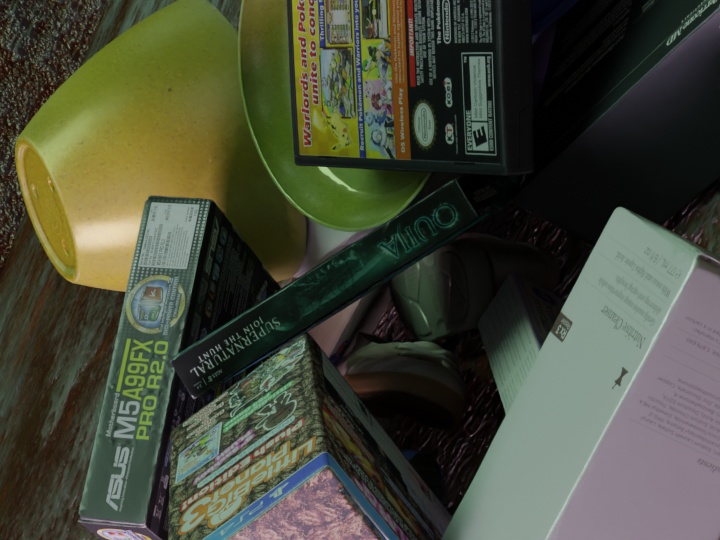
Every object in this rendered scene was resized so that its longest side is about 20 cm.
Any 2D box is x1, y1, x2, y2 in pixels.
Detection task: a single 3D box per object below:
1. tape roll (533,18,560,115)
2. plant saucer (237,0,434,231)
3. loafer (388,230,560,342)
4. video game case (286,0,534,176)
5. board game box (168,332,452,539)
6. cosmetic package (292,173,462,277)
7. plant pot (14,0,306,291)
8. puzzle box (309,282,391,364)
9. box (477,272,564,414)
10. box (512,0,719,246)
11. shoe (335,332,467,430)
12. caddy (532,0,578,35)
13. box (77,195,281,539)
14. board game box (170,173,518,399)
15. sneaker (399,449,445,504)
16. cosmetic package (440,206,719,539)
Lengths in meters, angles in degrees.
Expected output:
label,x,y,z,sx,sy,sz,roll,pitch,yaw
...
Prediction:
label,x,y,z,sx,sy,sz,roll,pitch,yaw
tape roll,0.134,-0.181,1.393,0.200,0.065,0.200,-55,18,27
plant saucer,-0.001,-0.123,1.235,0.200,0.031,0.201,11,104,50
loafer,0.067,0.007,1.345,0.200,0.063,0.072,-174,76,-77
video game case,0.023,-0.154,1.158,0.180,0.025,0.201,6,101,51
board game box,-0.014,0.148,1.105,0.097,0.160,0.200,-36,15,7
cosmetic package,0.015,-0.067,1.384,0.107,0.085,0.200,-23,-3,-23
plant pot,-0.144,-0.065,1.425,0.200,0.141,0.201,50,152,39
puzzle box,-0.021,0.053,1.459,0.133,0.025,0.200,-61,-6,9
box,0.101,0.064,1.159,0.042,0.039,0.200,-57,17,17
box,0.173,-0.118,1.142,0.200,0.079,0.142,-44,21,51
shoe,0.021,0.063,1.354,0.200,0.070,0.054,170,120,-75
caddy,0.109,-0.218,1.254,0.200,0.105,0.141,-56,26,-13
box,-0.101,0.078,1.287,0.160,0.044,0.201,56,-139,-63
board game box,0.000,0.000,1.220,0.200,0.028,0.135,-32,-2,22
sneaker,-0.013,0.146,1.296,0.200,0.075,0.079,-37,29,49
cosmetic package,0.120,0.084,0.993,0.201,0.081,0.113,-62,17,5
